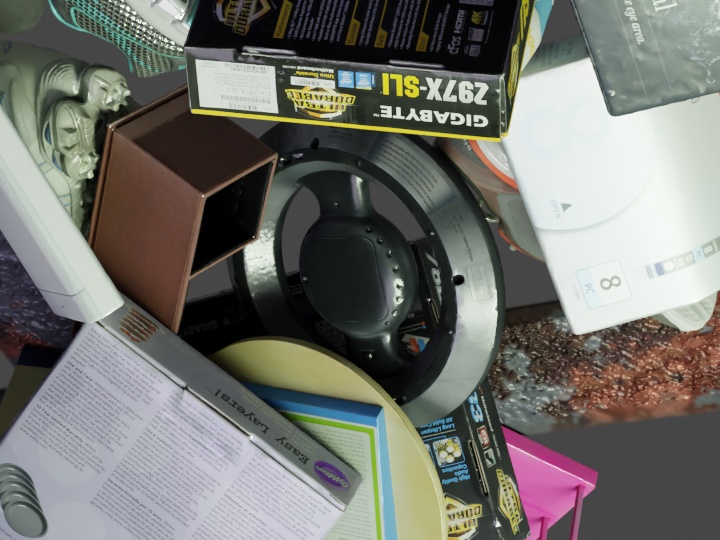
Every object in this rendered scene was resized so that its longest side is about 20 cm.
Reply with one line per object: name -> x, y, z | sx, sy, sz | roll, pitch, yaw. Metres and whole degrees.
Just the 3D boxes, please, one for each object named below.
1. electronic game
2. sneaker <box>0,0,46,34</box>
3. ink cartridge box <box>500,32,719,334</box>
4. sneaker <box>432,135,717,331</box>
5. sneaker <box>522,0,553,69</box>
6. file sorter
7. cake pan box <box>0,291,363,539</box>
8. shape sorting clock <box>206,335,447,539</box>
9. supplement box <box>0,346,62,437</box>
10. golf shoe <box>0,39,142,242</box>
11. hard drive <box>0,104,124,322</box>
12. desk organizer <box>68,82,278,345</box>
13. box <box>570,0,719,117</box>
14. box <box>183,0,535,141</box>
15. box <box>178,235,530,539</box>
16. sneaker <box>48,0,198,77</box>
electronic game -> 0.000, 0.000, 1.640 | 0.200, 0.042, 0.200 | 16, 118, 33
sneaker -> -0.245, -0.191, 1.513 | 0.076, 0.091, 0.200 | -18, 132, 29
ink cartridge box -> 0.185, -0.064, 1.511 | 0.200, 0.047, 0.160 | -15, 114, 15
sneaker -> 0.125, -0.034, 1.617 | 0.200, 0.077, 0.082 | 42, 143, -16
sneaker -> 0.007, -0.161, 1.494 | 0.200, 0.081, 0.077 | 30, 155, 12
file sorter -> 0.042, 0.201, 1.859 | 0.139, 0.126, 0.200 | 26, 138, -14
cake pan box -> -0.122, 0.140, 1.645 | 0.200, 0.052, 0.184 | 36, 118, 1
shape sorting clock -> -0.032, 0.132, 1.680 | 0.200, 0.039, 0.200 | 13, 114, 30
supplement box -> -0.184, 0.197, 1.845 | 0.134, 0.200, 0.200 | 8, 134, 6
golf shoe -> -0.179, -0.067, 1.672 | 0.097, 0.078, 0.200 | 30, 147, 23
hard drive -> -0.209, -0.062, 1.585 | 0.200, 0.027, 0.132 | 59, 168, -10
desk organizer -> -0.115, -0.004, 1.659 | 0.077, 0.072, 0.200 | 36, 134, 24
box -> 0.187, -0.200, 1.339 | 0.200, 0.118, 0.197 | -14, 134, 12
box -> 0.010, -0.156, 1.398 | 0.159, 0.200, 0.049 | 4, 138, 10
box -> -0.013, 0.095, 1.725 | 0.200, 0.050, 0.199 | -16, 93, 29
sneaker -> -0.152, -0.171, 1.527 | 0.091, 0.078, 0.200 | -21, 127, 39
